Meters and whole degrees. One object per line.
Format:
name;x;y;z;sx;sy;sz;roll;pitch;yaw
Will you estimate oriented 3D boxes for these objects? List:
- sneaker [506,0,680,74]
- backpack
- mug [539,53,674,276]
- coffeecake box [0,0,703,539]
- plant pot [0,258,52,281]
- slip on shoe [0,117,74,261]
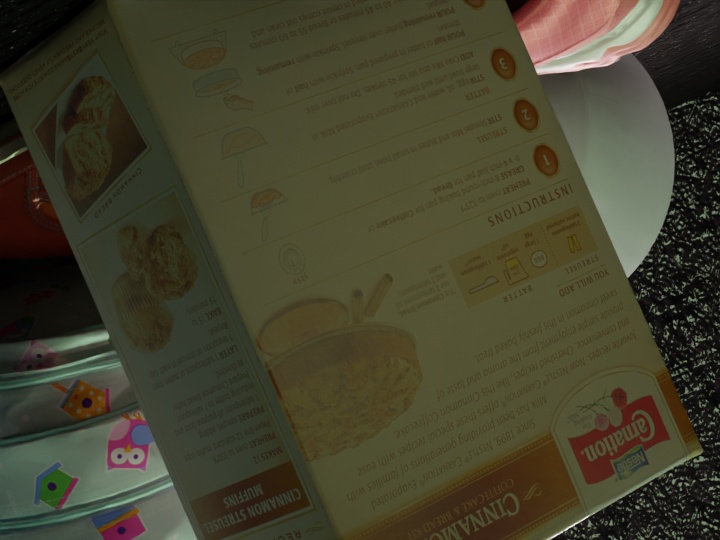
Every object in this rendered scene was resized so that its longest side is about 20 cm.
sneaker;0.019;-0.088;0.837;0.199;0.074;0.087;-29;162;25
backpack;-0.080;0.050;0.855;0.166;0.128;0.199;-11;-169;42
mug;0.042;-0.041;0.989;0.187;0.150;0.153;-45;167;8
coffeecake box;0.000;0.000;0.709;0.153;0.201;0.073;-22;177;-40
plant pot;-0.146;0.062;1.122;0.140;0.143;0.200;2;-161;26
slip on shoe;-0.100;-0.029;0.805;0.199;0.062;0.074;-23;180;8
